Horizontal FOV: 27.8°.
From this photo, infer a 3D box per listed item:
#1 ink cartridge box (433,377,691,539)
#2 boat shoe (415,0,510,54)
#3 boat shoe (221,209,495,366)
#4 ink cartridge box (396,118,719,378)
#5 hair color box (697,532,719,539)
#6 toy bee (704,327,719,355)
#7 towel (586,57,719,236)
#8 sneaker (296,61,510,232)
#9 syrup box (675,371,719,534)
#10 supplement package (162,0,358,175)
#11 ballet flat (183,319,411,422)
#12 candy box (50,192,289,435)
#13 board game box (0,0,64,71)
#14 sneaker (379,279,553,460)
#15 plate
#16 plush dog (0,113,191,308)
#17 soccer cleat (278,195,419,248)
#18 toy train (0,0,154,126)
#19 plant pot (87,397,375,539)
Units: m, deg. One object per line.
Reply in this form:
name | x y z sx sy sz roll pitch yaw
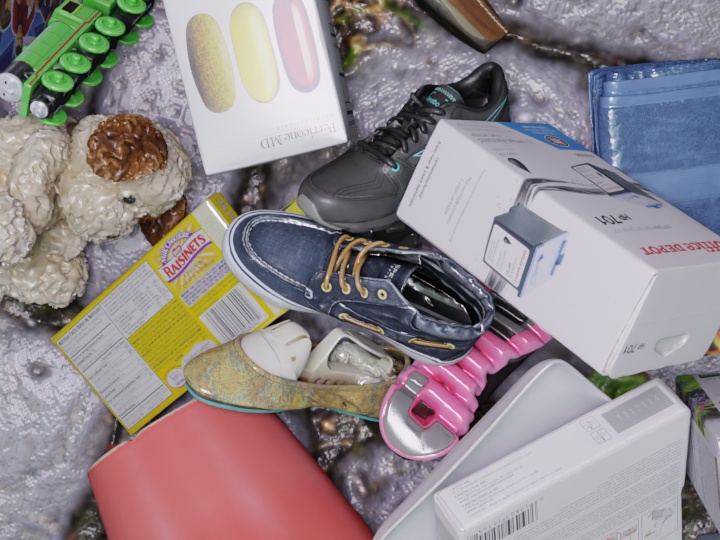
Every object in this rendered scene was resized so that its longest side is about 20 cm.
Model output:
ink cartridge box | 0.154 0.192 1.090 0.199 0.045 0.177 -24 134 -17
boat shoe | 0.046 -0.253 1.085 0.074 0.076 0.200 -42 93 4
boat shoe | 0.000 0.000 1.029 0.199 0.091 0.071 23 70 -4
ink cartridge box | 0.149 -0.022 1.014 0.200 0.146 0.086 37 116 32
hair color box | 0.371 0.247 1.126 0.199 0.061 0.100 -10 96 4
toy bee | 0.317 -0.011 1.047 0.131 0.109 0.201 35 86 -17
towel | 0.233 -0.057 1.103 0.111 0.049 0.202 -5 98 -4
sneaker | 0.033 -0.094 1.057 0.075 0.199 0.080 37 139 32
syrup box | 0.283 0.130 1.048 0.078 0.200 0.082 -7 96 5
supplement package | -0.078 -0.182 1.082 0.113 0.110 0.201 -13 96 6
ballet flat | -0.040 0.070 1.085 0.199 0.071 0.071 11 100 -39
candy box | -0.145 0.037 1.119 0.200 0.026 0.102 -38 91 30
board game box | -0.253 -0.207 1.045 0.034 0.200 0.136 8 97 6
sneaker | 0.085 0.071 1.120 0.079 0.095 0.200 42 73 12
plate | 0.117 0.161 1.096 0.200 0.200 0.032 -47 49 8
plush dog | -0.210 -0.068 1.081 0.170 0.200 0.162 -6 76 2
soccer cleat | -0.044 -0.030 1.131 0.199 0.065 0.084 -19 57 14
toy train | -0.204 -0.168 1.059 0.056 0.200 0.042 24 128 2
plant pot | -0.102 0.192 1.096 0.200 0.200 0.178 -31 83 7
